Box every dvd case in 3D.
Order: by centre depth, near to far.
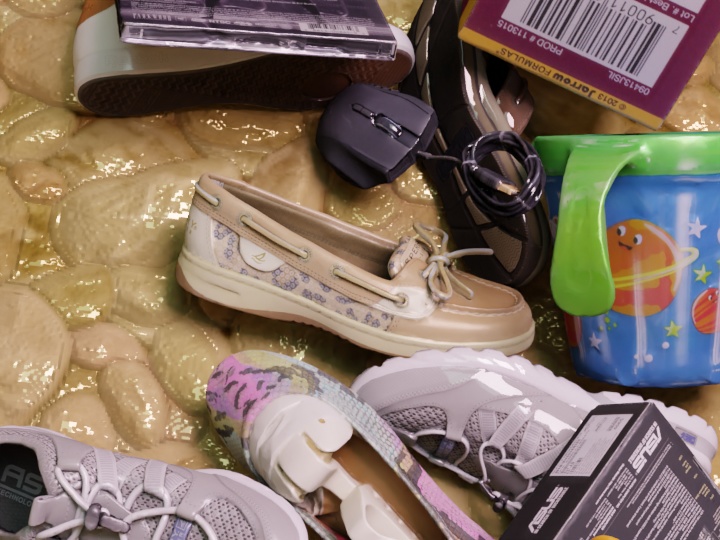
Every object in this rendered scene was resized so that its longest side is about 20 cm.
[{"bbox_3d":[-0.070,-0.169,0.973,0.147,0.016,0.201,2,30,-13],"label":"dvd case"}]

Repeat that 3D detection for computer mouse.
[{"bbox_3d":[0.032,-0.068,0.921,0.059,0.034,0.199,-50,34,-12],"label":"computer mouse"}]

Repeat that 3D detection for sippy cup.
[{"bbox_3d":[0.160,-0.008,0.903,0.176,0.139,0.132,-4,96,-20],"label":"sippy cup"}]

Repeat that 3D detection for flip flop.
[{"bbox_3d":[0.074,-0.082,0.980,0.057,0.081,0.201,-2,60,-31],"label":"flip flop"}]

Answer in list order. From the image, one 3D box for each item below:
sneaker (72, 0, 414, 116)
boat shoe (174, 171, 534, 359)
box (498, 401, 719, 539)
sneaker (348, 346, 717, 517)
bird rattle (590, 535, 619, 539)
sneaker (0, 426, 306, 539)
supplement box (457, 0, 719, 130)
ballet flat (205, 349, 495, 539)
[{"bbox_3d":[-0.068,-0.143,0.990,0.198,0.073,0.085,-2,64,-8],"label":"sneaker"},{"bbox_3d":[0.000,0.000,0.911,0.198,0.063,0.073,12,18,0],"label":"boat shoe"},{"bbox_3d":[0.119,0.188,0.802,0.160,0.043,0.200,50,62,-19],"label":"box"},{"bbox_3d":[0.086,0.097,0.877,0.198,0.075,0.083,12,63,1],"label":"sneaker"},{"bbox_3d":[0.128,0.209,0.745,0.163,0.113,0.201,37,79,-11],"label":"bird rattle"},{"bbox_3d":[-0.119,0.121,0.788,0.198,0.082,0.075,10,85,27],"label":"sneaker"},{"bbox_3d":[0.139,-0.191,0.977,0.130,0.104,0.201,23,34,-8],"label":"supplement box"},{"bbox_3d":[-0.002,0.114,0.843,0.200,0.071,0.069,43,102,6],"label":"ballet flat"}]
